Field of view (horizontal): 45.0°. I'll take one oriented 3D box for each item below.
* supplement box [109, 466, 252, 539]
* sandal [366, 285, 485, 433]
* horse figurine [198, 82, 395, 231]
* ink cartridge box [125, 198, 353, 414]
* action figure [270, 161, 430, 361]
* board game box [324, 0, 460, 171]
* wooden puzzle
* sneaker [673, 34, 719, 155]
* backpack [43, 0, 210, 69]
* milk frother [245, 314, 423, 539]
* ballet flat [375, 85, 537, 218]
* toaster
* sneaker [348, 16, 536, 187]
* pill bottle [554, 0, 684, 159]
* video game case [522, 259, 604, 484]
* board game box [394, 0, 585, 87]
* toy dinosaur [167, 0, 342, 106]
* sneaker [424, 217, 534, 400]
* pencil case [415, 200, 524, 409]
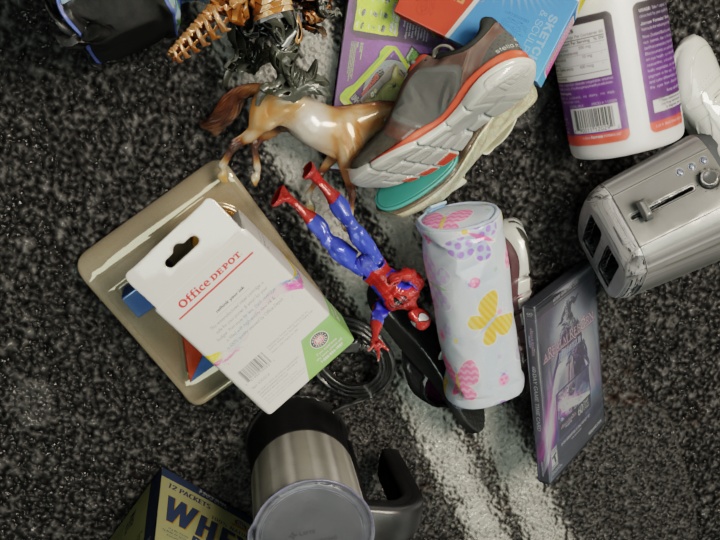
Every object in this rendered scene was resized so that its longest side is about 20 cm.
[{"bbox_3d":[-0.207,0.355,0.892,0.134,0.200,0.200,34,98,-18],"label":"supplement box"},{"bbox_3d":[0.067,0.094,0.936,0.048,0.075,0.201,-31,102,30],"label":"sandal"},{"bbox_3d":[-0.057,-0.126,0.833,0.199,0.050,0.133,22,111,-6],"label":"horse figurine"},{"bbox_3d":[-0.116,0.027,0.835,0.117,0.067,0.200,-41,113,5],"label":"ink cartridge box"},{"bbox_3d":[0.000,0.000,0.818,0.065,0.099,0.200,-37,112,21],"label":"action figure"},{"bbox_3d":[0.035,-0.192,0.860,0.119,0.032,0.202,7,106,-7],"label":"board game box"},{"bbox_3d":[-0.157,0.019,0.882,0.185,0.046,0.201,-35,108,2],"label":"wooden puzzle"},{"bbox_3d":[0.378,-0.150,0.885,0.075,0.099,0.201,-41,116,-28],"label":"sneaker"},{"bbox_3d":[-0.206,-0.292,0.715,0.146,0.183,0.201,-22,99,-6],"label":"backpack"},{"bbox_3d":[-0.034,0.171,0.872,0.179,0.188,0.202,-12,108,-6],"label":"milk frother"},{"bbox_3d":[0.099,-0.116,0.850,0.200,0.068,0.062,-46,137,9],"label":"ballet flat"},{"bbox_3d":[0.299,-0.046,0.879,0.128,0.200,0.114,-24,75,3],"label":"toaster"},{"bbox_3d":[0.064,-0.149,0.784,0.199,0.077,0.082,-34,69,25],"label":"sneaker"},{"bbox_3d":[0.242,-0.217,0.838,0.110,0.111,0.202,-14,103,-4],"label":"pill bottle"},{"bbox_3d":[0.222,0.106,0.935,0.143,0.019,0.202,-28,117,-46],"label":"video game case"},{"bbox_3d":[0.142,-0.290,0.777,0.152,0.040,0.201,29,102,13],"label":"board game box"},{"bbox_3d":[-0.083,-0.228,0.765,0.199,0.102,0.136,-17,138,-18],"label":"toy dinosaur"},{"bbox_3d":[0.128,0.047,0.931,0.114,0.076,0.202,-8,103,5],"label":"sneaker"},{"bbox_3d":[0.108,0.033,0.848,0.083,0.091,0.202,-17,112,-16],"label":"pencil case"}]
